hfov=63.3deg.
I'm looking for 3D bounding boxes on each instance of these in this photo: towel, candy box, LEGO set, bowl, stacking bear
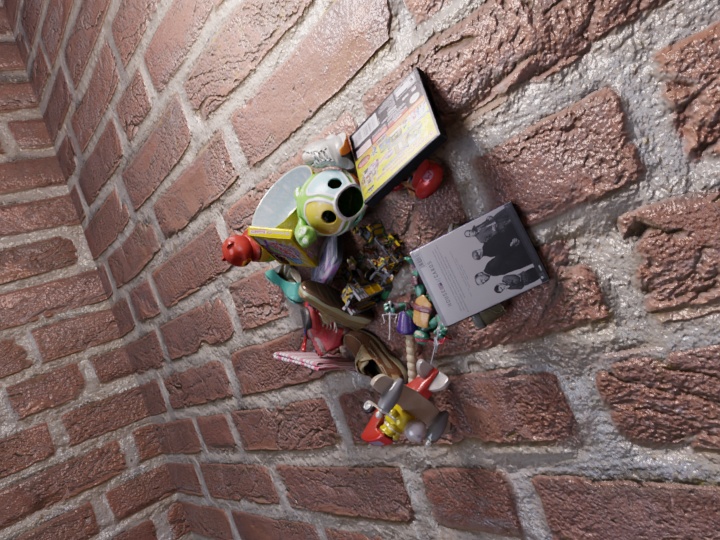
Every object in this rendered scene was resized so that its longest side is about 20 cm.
[{"bbox_3d":[-0.109,0.229,1.464,0.200,0.146,0.030,3,86,50],"label":"towel"},{"bbox_3d":[-0.171,-0.051,1.327,0.102,0.200,0.027,4,73,14],"label":"candy box"},{"bbox_3d":[0.000,0.000,1.264,0.154,0.116,0.200,57,139,17],"label":"LEGO set"},{"bbox_3d":[-0.150,-0.137,1.378,0.108,0.201,0.200,39,155,-33],"label":"bowl"},{"bbox_3d":[-0.254,-0.065,1.472,0.114,0.200,0.121,59,140,14],"label":"stacking bear"}]

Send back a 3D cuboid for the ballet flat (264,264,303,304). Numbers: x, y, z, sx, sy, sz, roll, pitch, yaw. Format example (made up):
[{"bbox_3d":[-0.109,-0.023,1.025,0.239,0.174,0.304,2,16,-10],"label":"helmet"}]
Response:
[{"bbox_3d":[-0.190,0.020,1.539,0.200,0.067,0.071,36,109,52],"label":"ballet flat"}]

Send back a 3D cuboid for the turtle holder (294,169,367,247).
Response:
[{"bbox_3d":[-0.068,-0.138,1.229,0.132,0.185,0.142,10,114,57],"label":"turtle holder"}]

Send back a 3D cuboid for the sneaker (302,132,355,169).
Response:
[{"bbox_3d":[-0.072,-0.239,1.219,0.200,0.092,0.076,-142,35,-73],"label":"sneaker"}]

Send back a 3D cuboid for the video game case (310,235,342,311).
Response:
[{"bbox_3d":[-0.081,-0.017,1.367,0.200,0.019,0.143,120,156,-45],"label":"video game case"}]

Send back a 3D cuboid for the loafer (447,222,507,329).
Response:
[{"bbox_3d":[0.213,0.003,1.067,0.069,0.075,0.201,-19,86,15],"label":"loafer"}]

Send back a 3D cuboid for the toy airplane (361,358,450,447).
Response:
[{"bbox_3d":[0.107,0.282,1.189,0.141,0.199,0.200,-114,25,-53],"label":"toy airplane"}]

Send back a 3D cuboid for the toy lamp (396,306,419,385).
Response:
[{"bbox_3d":[0.110,0.176,1.257,0.058,0.058,0.201,12,115,47],"label":"toy lamp"}]

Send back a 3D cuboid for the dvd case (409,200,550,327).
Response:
[{"bbox_3d":[0.204,-0.008,1.017,0.200,0.025,0.151,-27,83,19],"label":"dvd case"}]

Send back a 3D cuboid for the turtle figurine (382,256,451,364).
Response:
[{"bbox_3d":[0.122,0.078,1.169,0.149,0.101,0.201,9,96,31],"label":"turtle figurine"}]

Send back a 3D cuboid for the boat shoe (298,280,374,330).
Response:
[{"bbox_3d":[-0.064,0.091,1.316,0.076,0.200,0.072,-48,30,24],"label":"boat shoe"}]

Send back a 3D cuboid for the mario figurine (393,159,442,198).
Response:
[{"bbox_3d":[0.070,-0.203,1.108,0.200,0.106,0.124,33,138,42],"label":"mario figurine"}]

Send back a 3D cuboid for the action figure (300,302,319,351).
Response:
[{"bbox_3d":[-0.112,0.135,1.479,0.099,0.065,0.201,-108,23,-59],"label":"action figure"}]

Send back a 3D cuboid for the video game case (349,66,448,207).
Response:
[{"bbox_3d":[0.062,-0.244,1.075,0.200,0.025,0.181,-39,47,35],"label":"video game case"}]

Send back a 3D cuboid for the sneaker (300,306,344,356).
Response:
[{"bbox_3d":[-0.086,0.134,1.398,0.200,0.086,0.074,70,-177,-58],"label":"sneaker"}]

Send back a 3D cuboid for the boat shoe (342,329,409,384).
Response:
[{"bbox_3d":[0.025,0.207,1.355,0.200,0.074,0.076,34,128,37],"label":"boat shoe"}]
